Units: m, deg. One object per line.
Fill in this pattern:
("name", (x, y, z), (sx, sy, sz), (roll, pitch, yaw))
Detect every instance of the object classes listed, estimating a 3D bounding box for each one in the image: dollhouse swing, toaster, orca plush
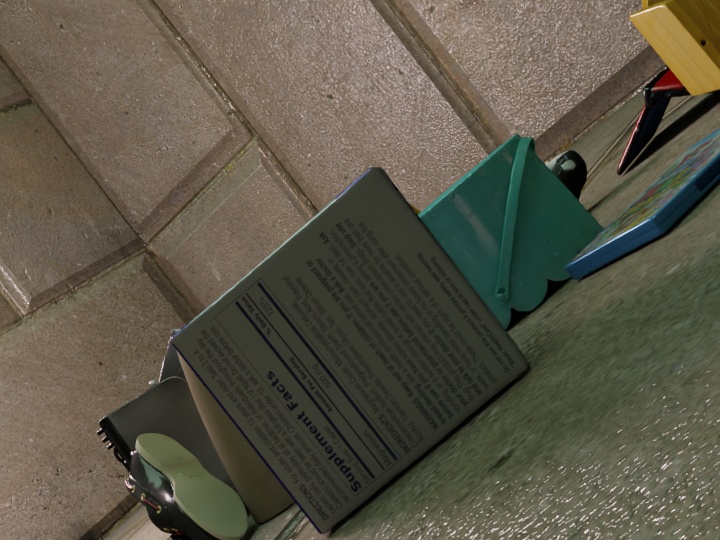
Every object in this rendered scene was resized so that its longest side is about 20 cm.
("dollhouse swing", (0.467, -0.332, 1.332), (0.199, 0.183, 0.176), (-33, -11, -21))
("toaster", (-0.211, 0.234, 1.337), (0.118, 0.201, 0.181), (-36, -8, -15))
("orca plush", (0.223, -0.064, 1.406), (0.199, 0.106, 0.071), (-37, 31, -12))

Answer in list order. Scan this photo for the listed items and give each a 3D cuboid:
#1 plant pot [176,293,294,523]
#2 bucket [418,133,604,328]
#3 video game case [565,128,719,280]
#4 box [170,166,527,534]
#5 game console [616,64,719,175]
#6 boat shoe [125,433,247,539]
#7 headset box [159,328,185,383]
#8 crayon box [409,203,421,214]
("plant pot", (-0.097, 0.120, 1.169), (0.186, 0.201, 0.187), (-38, 0, 0))
("bucket", (0.132, -0.030, 1.131), (0.206, 0.135, 0.207), (-40, 2, 2))
("video game case", (0.276, -0.074, 0.976), (0.199, 0.018, 0.143), (-40, 0, -25))
("box", (-0.006, 0.057, 0.853), (0.199, 0.185, 0.105), (-39, 2, 5))
("game console", (0.442, -0.217, 1.510), (0.170, 0.121, 0.200), (-2, 22, 31))
("boat shoe", (-0.180, 0.240, 1.162), (0.073, 0.200, 0.064), (9, -77, -40))
("headset box", (-0.142, 0.132, 1.405), (0.146, 0.199, 0.076), (-2, 67, 34))
("crayon box", (0.064, -0.012, 1.578), (0.059, 0.172, 0.200), (-54, 3, -24))
